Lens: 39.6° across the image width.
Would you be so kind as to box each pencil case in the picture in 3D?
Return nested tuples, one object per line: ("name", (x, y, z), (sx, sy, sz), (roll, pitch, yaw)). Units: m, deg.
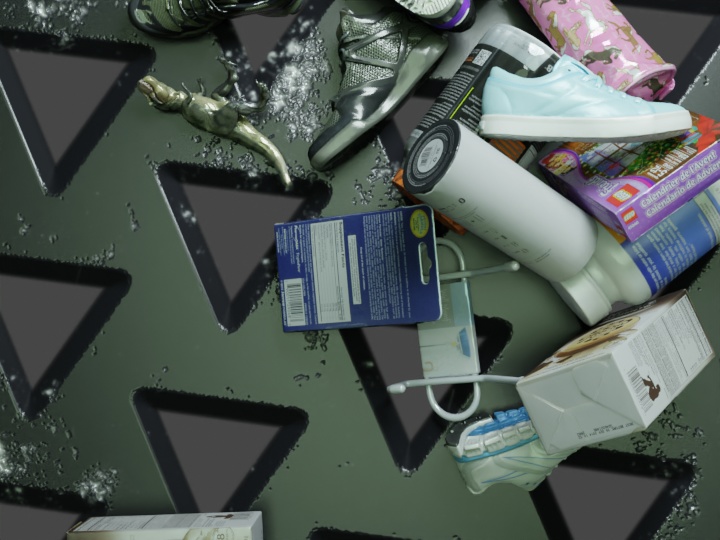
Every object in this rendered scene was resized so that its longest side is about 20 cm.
("pencil case", (0.241, -0.250, 1.039), (0.086, 0.083, 0.201), (-33, 68, 8))

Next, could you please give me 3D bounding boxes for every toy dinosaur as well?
("toy dinosaur", (-0.144, -0.180, 1.104), (0.199, 0.047, 0.089), (30, 105, 2))

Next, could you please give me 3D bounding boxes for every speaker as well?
("speaker", (0.139, -0.063, 0.969), (0.199, 0.081, 0.082), (29, 91, -30))

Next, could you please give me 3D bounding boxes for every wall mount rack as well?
("wall mount rack", (0.104, 0.062, 1.052), (0.173, 0.074, 0.202), (-8, 88, 29))

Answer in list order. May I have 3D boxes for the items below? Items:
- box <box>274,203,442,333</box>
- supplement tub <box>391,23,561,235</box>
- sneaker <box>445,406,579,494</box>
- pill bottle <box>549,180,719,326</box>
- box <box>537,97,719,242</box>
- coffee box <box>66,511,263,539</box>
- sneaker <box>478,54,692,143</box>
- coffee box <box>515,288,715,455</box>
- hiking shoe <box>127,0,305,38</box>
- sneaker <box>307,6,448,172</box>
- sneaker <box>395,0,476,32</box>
("box", (0.000, 0.000, 1.057), (0.199, 0.032, 0.122), (-5, 88, 33))
("supplement tub", (0.128, -0.145, 1.051), (0.122, 0.123, 0.200), (37, 91, 3))
("sneaker", (0.196, 0.189, 1.078), (0.199, 0.075, 0.087), (-15, 108, 2))
("pill bottle", (0.292, -0.035, 1.046), (0.200, 0.112, 0.112), (-39, 88, 1))
("box", (0.277, -0.111, 1.007), (0.136, 0.200, 0.039), (-36, 113, 2))
("coffee box", (-0.207, 0.327, 1.081), (0.198, 0.080, 0.115), (-3, 89, 3))
("sneaker", (0.212, -0.163, 0.945), (0.198, 0.074, 0.083), (3, 94, 7))
("coffee box", (0.256, 0.097, 0.991), (0.113, 0.200, 0.080), (-25, 90, 39))
("hiking shoe", (-0.161, -0.305, 1.078), (0.198, 0.101, 0.076), (-11, 88, 3))
("sneaker", (-0.007, -0.204, 1.084), (0.114, 0.076, 0.200), (40, 88, 4))
("sneaker", (0.053, -0.316, 1.083), (0.070, 0.099, 0.200), (-49, 57, 16))
